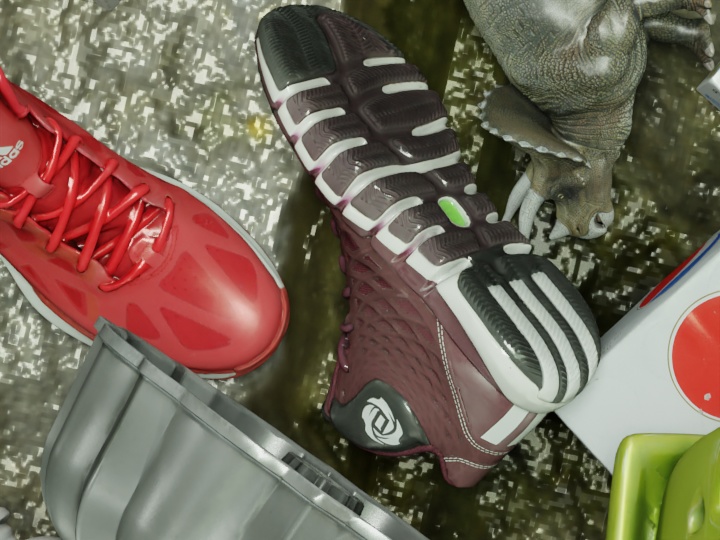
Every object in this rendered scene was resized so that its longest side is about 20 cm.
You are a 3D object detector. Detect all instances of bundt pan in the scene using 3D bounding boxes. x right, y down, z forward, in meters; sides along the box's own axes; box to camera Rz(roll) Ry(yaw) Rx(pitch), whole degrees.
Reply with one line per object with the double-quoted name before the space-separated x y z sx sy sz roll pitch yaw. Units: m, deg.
"bundt pan" -0.032 0.105 0.879 0.201 0.202 0.076 35 87 0

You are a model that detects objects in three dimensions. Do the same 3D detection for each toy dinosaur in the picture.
"toy dinosaur" 0.078 -0.114 0.950 0.101 0.077 0.202 -15 86 5

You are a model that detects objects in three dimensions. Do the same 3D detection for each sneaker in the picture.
"sneaker" 0.000 0.000 0.953 0.075 0.116 0.201 -9 55 -41
"sneaker" -0.116 -0.023 0.924 0.199 0.116 0.079 30 88 -1

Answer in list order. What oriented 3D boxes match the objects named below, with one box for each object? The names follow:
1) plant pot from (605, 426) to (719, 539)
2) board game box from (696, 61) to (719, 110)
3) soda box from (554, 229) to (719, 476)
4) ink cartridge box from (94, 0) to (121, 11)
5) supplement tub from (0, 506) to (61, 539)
"plant pot" 0.186 0.147 0.846 0.198 0.181 0.201 6 85 -23
"board game box" 0.252 -0.058 0.977 0.200 0.034 0.135 41 88 0
"soda box" 0.166 0.004 0.934 0.200 0.064 0.068 -43 90 13
"ink cartridge box" -0.080 -0.217 0.955 0.116 0.067 0.200 39 88 1
"supplement tub" -0.113 0.191 0.903 0.200 0.145 0.145 43 88 0
